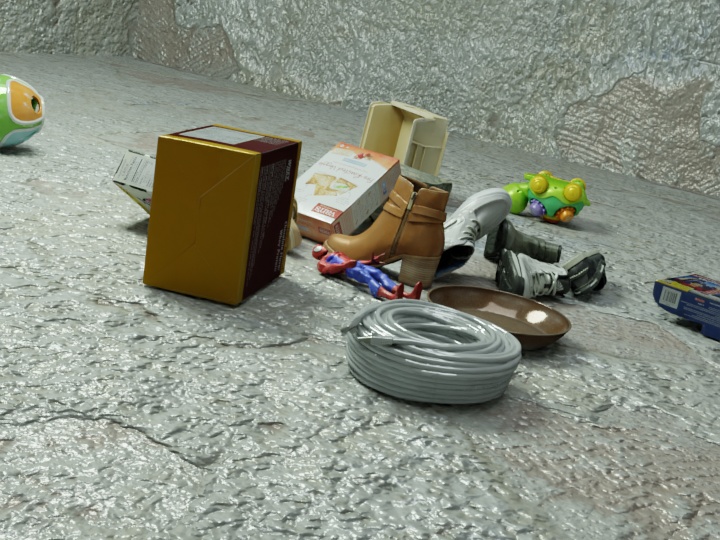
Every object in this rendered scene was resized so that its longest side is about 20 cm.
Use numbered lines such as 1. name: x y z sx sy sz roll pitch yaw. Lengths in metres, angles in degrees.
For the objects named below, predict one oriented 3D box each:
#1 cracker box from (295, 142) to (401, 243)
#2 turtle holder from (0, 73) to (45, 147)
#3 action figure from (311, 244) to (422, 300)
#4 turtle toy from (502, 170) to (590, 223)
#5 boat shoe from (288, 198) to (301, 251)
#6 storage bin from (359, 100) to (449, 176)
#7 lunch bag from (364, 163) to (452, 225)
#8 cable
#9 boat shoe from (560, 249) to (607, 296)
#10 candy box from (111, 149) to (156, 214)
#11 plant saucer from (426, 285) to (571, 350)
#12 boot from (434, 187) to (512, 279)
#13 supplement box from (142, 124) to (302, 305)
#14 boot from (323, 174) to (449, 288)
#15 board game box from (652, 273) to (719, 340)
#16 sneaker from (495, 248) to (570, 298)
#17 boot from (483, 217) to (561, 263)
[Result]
1. cracker box: -0.039 -0.134 1.808 0.134 0.058 0.200 20 50 32
2. turtle holder: -0.680 -0.288 2.001 0.131 0.186 0.141 0 50 -33
3. action figure: 0.000 0.000 1.541 0.200 0.052 0.065 20 21 40
4. turtle toy: 0.409 -0.162 2.327 0.199 0.101 0.146 14 15 14
5. boat shoe: -0.134 -0.101 1.701 0.069 0.074 0.200 -16 39 -22
6. storage bin: 0.083 -0.249 2.233 0.093 0.199 0.200 7 14 -29
7. lunch bag: 0.046 -0.139 1.953 0.164 0.118 0.200 23 14 35
8. cable: 0.082 0.093 1.206 0.199 0.069 0.200 14 14 9
9. boat shoe: 0.383 0.008 1.780 0.068 0.072 0.200 53 19 11
10. candy box: -0.264 -0.111 1.625 0.200 0.061 0.136 18 -15 23
11. plant saucer: 0.185 0.068 1.435 0.200 0.037 0.200 11 15 -3
12. boot: 0.169 -0.052 1.673 0.200 0.074 0.096 -34 30 -1
13. supplement box: -0.180 -0.082 1.412 0.132 0.198 0.200 12 15 11
14. boot: 0.043 -0.073 1.623 0.200 0.155 0.074 17 16 22
15. board game box: 0.600 0.065 1.691 0.200 0.062 0.200 23 18 39
16. sneaker: 0.275 0.010 1.635 0.115 0.076 0.201 9 12 2
17. boot: 0.286 -0.047 1.804 0.130 0.068 0.200 11 -4 3
